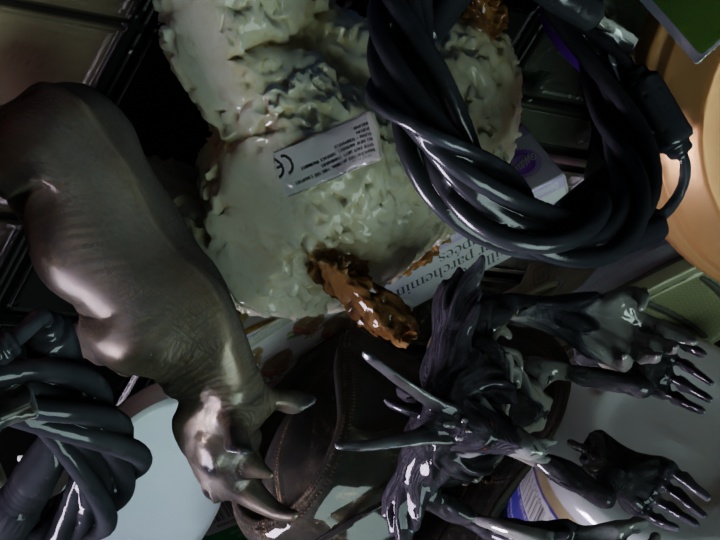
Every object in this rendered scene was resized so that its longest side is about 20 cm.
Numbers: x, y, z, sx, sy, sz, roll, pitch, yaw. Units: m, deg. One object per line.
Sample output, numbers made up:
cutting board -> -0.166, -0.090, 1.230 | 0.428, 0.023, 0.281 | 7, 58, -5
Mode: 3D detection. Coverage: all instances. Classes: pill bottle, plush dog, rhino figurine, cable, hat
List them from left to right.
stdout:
cable -> -0.181, 0.084, 0.923 | 0.199, 0.051, 0.163 | -24, 149, 0
rhino figurine -> -0.084, 0.015, 0.959 | 0.060, 0.201, 0.087 | -33, 177, -45
hat -> -0.005, 0.082, 1.097 | 0.201, 0.201, 0.081 | -44, 109, 11
plush dog -> 0.004, -0.050, 1.014 | 0.171, 0.160, 0.201 | -30, 148, -47
cable -> 0.064, -0.078, 0.955 | 0.051, 0.164, 0.200 | -20, 177, 32
pill bottle -> 0.119, 0.130, 1.164 | 0.119, 0.120, 0.201 | -17, 150, -22

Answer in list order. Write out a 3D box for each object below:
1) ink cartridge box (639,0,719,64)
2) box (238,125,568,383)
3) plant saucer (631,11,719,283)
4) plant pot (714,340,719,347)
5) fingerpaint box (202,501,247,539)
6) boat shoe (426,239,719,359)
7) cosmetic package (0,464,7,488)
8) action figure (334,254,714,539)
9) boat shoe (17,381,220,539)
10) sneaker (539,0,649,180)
ink cartridge box -> 0.185, -0.177, 0.996 | 0.200, 0.148, 0.076 | -41, 142, 9
box -> 0.000, 0.000, 1.128 | 0.199, 0.042, 0.039 | -26, 142, -10
plant saucer -> 0.211, -0.074, 1.065 | 0.199, 0.037, 0.202 | -6, 114, -14
plant pot -> 0.205, 0.085, 1.281 | 0.186, 0.187, 0.200 | -44, 128, 11
fingerpaint box -> 0.003, 0.155, 1.263 | 0.199, 0.073, 0.168 | -20, 139, -19
boat shoe -> 0.106, 0.017, 1.166 | 0.199, 0.069, 0.075 | -32, 143, 23
cosmetic package -> -0.205, 0.065, 1.003 | 0.103, 0.087, 0.201 | -24, 142, -11
action figure -> 0.078, 0.058, 0.959 | 0.200, 0.102, 0.120 | 3, 98, -57
boat shoe -> -0.125, 0.120, 1.129 | 0.074, 0.086, 0.203 | 18, 112, -26
sneaker -> 0.133, -0.066, 1.138 | 0.099, 0.070, 0.200 | -38, 139, 27
